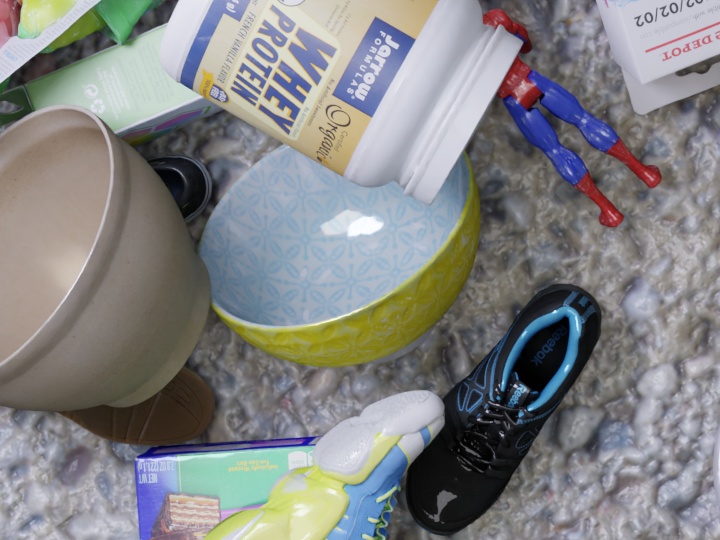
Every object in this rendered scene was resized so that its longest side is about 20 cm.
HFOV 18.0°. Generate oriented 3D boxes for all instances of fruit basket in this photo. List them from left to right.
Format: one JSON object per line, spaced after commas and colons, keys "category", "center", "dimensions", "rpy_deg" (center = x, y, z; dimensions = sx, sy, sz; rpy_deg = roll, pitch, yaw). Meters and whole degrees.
{"category": "fruit basket", "center": [-0.229, -0.170, 1.546], "dimensions": [0.200, 0.185, 0.094], "rpy_deg": [-46, 118, -5]}

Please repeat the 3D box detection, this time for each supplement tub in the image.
{"category": "supplement tub", "center": [-0.011, -0.142, 1.447], "dimensions": [0.200, 0.144, 0.145], "rpy_deg": [29, 95, 0]}

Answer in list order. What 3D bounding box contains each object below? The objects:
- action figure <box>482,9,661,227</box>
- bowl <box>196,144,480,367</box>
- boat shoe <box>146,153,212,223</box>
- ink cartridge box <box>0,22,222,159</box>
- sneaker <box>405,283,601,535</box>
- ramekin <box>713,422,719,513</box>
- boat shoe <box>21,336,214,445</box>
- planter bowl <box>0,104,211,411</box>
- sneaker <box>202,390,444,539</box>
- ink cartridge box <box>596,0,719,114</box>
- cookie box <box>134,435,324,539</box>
{"category": "action figure", "center": [0.112, -0.121, 1.570], "dimensions": [0.065, 0.099, 0.200], "rpy_deg": [-46, 107, 3]}
{"category": "bowl", "center": [0.000, 0.000, 1.546], "dimensions": [0.200, 0.200, 0.108], "rpy_deg": [-23, 130, 7]}
{"category": "boat shoe", "center": [-0.201, -0.030, 1.609], "dimensions": [0.200, 0.057, 0.069], "rpy_deg": [-26, 88, 7]}
{"category": "ink cartridge box", "center": [-0.169, -0.118, 1.580], "dimensions": [0.200, 0.104, 0.059], "rpy_deg": [-22, 87, 7]}
{"category": "sneaker", "center": [0.092, 0.095, 1.560], "dimensions": [0.073, 0.082, 0.200], "rpy_deg": [32, 96, 4]}
{"category": "ramekin", "center": [0.330, 0.137, 1.508], "dimensions": [0.202, 0.094, 0.203], "rpy_deg": [0, 79, 2]}
{"category": "boat shoe", "center": [-0.200, 0.069, 1.605], "dimensions": [0.200, 0.065, 0.071], "rpy_deg": [16, 104, -13]}
{"category": "planter bowl", "center": [-0.185, 0.011, 1.491], "dimensions": [0.135, 0.200, 0.200], "rpy_deg": [35, 97, -38]}
{"category": "sneaker", "center": [-0.007, 0.168, 1.515], "dimensions": [0.200, 0.076, 0.105], "rpy_deg": [-36, 101, 10]}
{"category": "ink cartridge box", "center": [0.213, -0.202, 1.504], "dimensions": [0.115, 0.068, 0.200], "rpy_deg": [-22, 112, -2]}
{"category": "cookie box", "center": [-0.064, 0.221, 1.586], "dimensions": [0.171, 0.075, 0.200], "rpy_deg": [-4, 91, 6]}
